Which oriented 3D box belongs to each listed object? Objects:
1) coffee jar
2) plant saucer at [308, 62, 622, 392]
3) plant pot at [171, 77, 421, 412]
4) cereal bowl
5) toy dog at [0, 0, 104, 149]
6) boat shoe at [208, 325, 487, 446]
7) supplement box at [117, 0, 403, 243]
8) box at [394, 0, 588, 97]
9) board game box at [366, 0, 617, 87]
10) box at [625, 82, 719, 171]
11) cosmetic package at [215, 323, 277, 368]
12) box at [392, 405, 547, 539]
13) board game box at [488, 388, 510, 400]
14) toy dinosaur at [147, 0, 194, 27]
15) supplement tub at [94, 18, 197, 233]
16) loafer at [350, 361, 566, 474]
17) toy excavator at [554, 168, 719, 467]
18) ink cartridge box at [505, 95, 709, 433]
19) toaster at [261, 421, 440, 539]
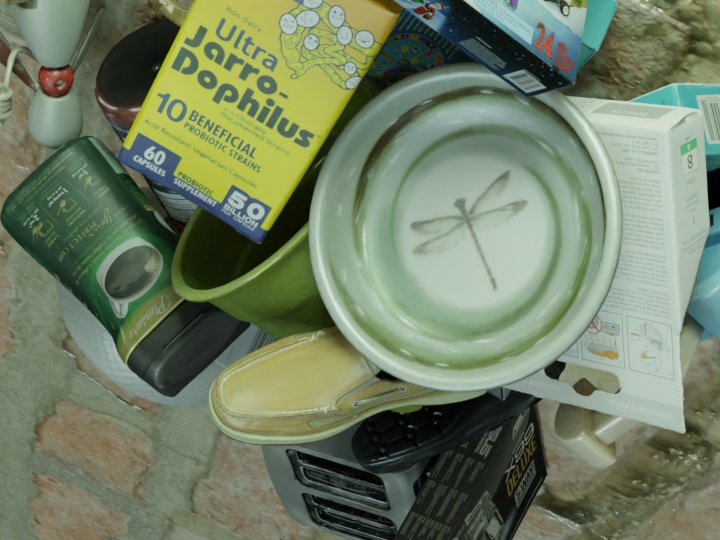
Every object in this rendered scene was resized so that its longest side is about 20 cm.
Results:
[{"bbox_3d":[-0.180,-0.002,1.205,0.200,0.104,0.085,47,175,13],"label":"coffee jar"},{"bbox_3d":[0.068,-0.025,0.961,0.199,0.202,0.050,13,180,21],"label":"plant saucer"},{"bbox_3d":[0.000,0.000,1.114,0.190,0.201,0.199,44,145,-24],"label":"plant pot"},{"bbox_3d":[-0.152,0.008,1.315,0.199,0.201,0.083,34,133,-13],"label":"cereal bowl"},{"bbox_3d":[-0.243,-0.194,1.166,0.131,0.097,0.201,3,131,-39],"label":"toy dog"},{"bbox_3d":[-0.002,0.059,1.004,0.198,0.072,0.076,-14,159,-10],"label":"boat shoe"},{"bbox_3d":[-0.053,-0.136,0.956,0.108,0.110,0.200,29,129,-6],"label":"supplement box"},{"bbox_3d":[0.053,-0.202,0.847,0.038,0.138,0.199,-10,151,45],"label":"box"},{"bbox_3d":[0.047,-0.177,1.026,0.199,0.047,0.151,32,149,-7],"label":"board game box"},{"bbox_3d":[0.166,-0.074,1.045,0.082,0.050,0.199,-7,172,-39],"label":"box"},{"bbox_3d":[-0.026,0.069,1.306,0.101,0.072,0.200,28,-173,22],"label":"cosmetic package"},{"bbox_3d":[0.102,0.218,1.419,0.049,0.201,0.158,18,148,25],"label":"box"},{"bbox_3d":[0.069,0.001,1.233,0.199,0.062,0.200,36,138,0],"label":"board game box"},{"bbox_3d":[-0.068,-0.158,1.039,0.199,0.058,0.101,4,142,33],"label":"toy dinosaur"},{"bbox_3d":[-0.122,-0.094,1.218,0.106,0.107,0.201,7,145,29],"label":"supplement tub"},{"bbox_3d":[0.087,0.119,1.314,0.068,0.200,0.071,56,171,37],"label":"loafer"},{"bbox_3d":[0.227,0.028,1.044,0.100,0.201,0.194,40,146,-21],"label":"toy excavator"},{"bbox_3d":[0.147,-0.010,0.997,0.160,0.050,0.202,12,120,42],"label":"ink cartridge box"},{"bbox_3d":[0.004,0.173,1.505,0.199,0.119,0.181,14,146,20],"label":"toaster"}]
